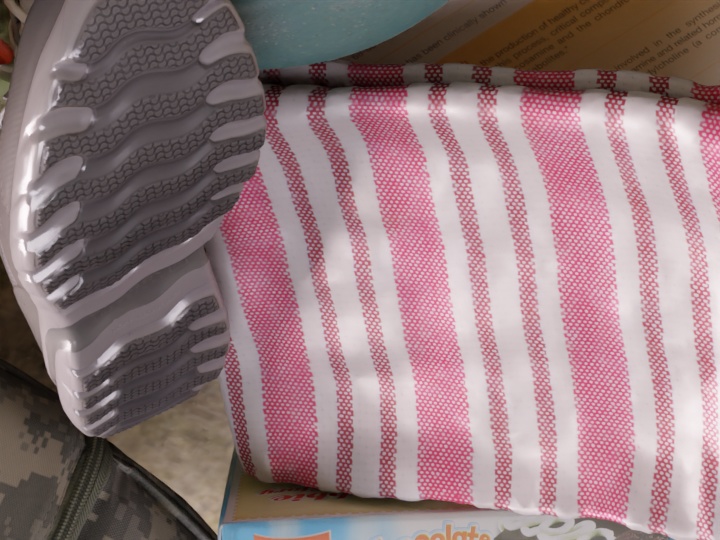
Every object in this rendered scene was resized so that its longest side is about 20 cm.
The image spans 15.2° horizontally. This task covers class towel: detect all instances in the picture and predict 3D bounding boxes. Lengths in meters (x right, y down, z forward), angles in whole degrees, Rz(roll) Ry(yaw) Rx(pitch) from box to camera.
[{"bbox_3d":[0.033,0.010,0.773,0.199,0.030,0.147,5,123,28],"label":"towel"}]

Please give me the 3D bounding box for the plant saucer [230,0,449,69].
[{"bbox_3d":[-0.044,-0.145,0.709,0.199,0.036,0.201,7,113,17],"label":"plant saucer"}]

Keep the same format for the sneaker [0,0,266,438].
[{"bbox_3d":[-0.080,-0.030,0.745,0.075,0.082,0.200,-26,155,-23],"label":"sneaker"}]

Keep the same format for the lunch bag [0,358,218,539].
[{"bbox_3d":[-0.139,0.111,0.919,0.167,0.140,0.200,32,163,-33],"label":"lunch bag"}]

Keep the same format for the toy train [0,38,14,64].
[{"bbox_3d":[-0.176,-0.091,0.794,0.056,0.150,0.200,-50,134,-3],"label":"toy train"}]

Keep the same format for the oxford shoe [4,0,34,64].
[{"bbox_3d":[-0.079,-0.068,0.820,0.058,0.075,0.201,-29,136,-16],"label":"oxford shoe"}]

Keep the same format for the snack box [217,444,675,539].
[{"bbox_3d":[0.056,0.077,0.873,0.199,0.116,0.037,-3,101,1],"label":"snack box"}]

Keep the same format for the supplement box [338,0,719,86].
[{"bbox_3d":[0.055,-0.096,0.804,0.126,0.074,0.200,-31,129,27],"label":"supplement box"}]

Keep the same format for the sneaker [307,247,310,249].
[{"bbox_3d":[0.000,0.000,0.908,0.075,0.077,0.200,2,154,-10],"label":"sneaker"}]
